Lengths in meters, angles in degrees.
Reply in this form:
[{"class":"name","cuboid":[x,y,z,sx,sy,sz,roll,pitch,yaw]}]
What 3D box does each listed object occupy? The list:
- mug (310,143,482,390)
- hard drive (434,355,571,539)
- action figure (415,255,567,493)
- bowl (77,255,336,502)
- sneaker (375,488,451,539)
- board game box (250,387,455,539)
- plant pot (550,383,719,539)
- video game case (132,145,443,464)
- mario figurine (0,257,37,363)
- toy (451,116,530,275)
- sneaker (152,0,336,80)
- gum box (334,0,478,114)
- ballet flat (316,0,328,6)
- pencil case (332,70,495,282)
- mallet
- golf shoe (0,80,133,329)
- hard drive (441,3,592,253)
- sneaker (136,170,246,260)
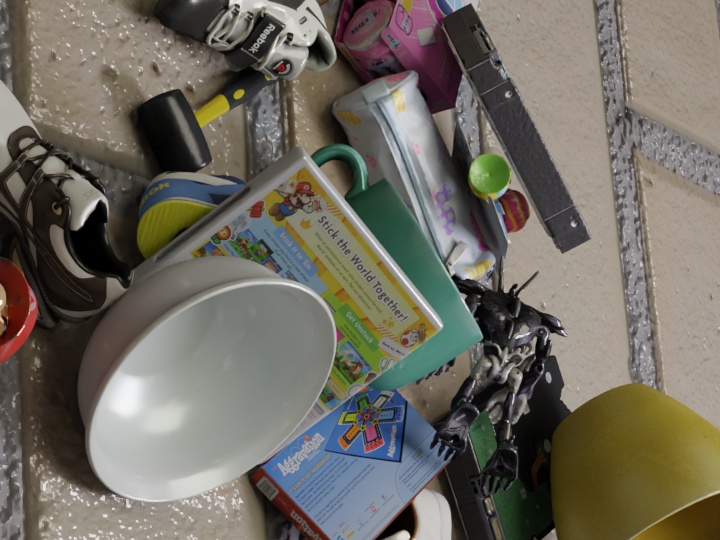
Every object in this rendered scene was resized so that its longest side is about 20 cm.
[{"class":"mug","cuboid":[0.005,0.008,1.768,0.185,0.114,0.152,58,0,34]},{"class":"hard drive","cuboid":[0.142,0.172,1.984,0.200,0.038,0.141,-29,102,-58]},{"class":"action figure","cuboid":[0.105,0.085,1.852,0.118,0.102,0.201,28,46,-13]},{"class":"bowl","cuboid":[-0.123,0.060,1.538,0.201,0.201,0.090,24,20,-51]},{"class":"sneaker","cuboid":[0.035,0.264,1.772,0.085,0.073,0.201,30,42,-45]},{"class":"board game box","cuboid":[-0.002,0.157,1.757,0.103,0.019,0.200,47,34,4]},{"class":"plant pot","cuboid":[0.248,0.186,1.943,0.200,0.200,0.142,13,44,-55]},{"class":"video game case","cuboid":[-0.062,0.030,1.625,0.200,0.182,0.023,50,6,-34]},{"class":"mario figurine","cuboid":[-0.275,0.020,1.344,0.199,0.106,0.124,-1,113,-50]},{"class":"toy","cuboid":[0.121,-0.067,1.944,0.200,0.047,0.116,63,5,-80]},{"class":"sneaker","cuboid":[-0.082,-0.195,1.742,0.200,0.074,0.089,-5,56,-56]},{"class":"gum box","cuboid":[0.046,-0.241,1.985,0.114,0.066,0.201,47,42,-38]},{"class":"ballet flat","cuboid":[-0.073,-0.275,1.816,0.200,0.065,0.071,15,65,-54]},{"class":"pencil case","cuboid":[0.046,-0.073,1.903,0.091,0.083,0.201,-57,126,-70]},{"class":"mallet","cuboid":[-0.117,-0.139,1.728,0.066,0.041,0.200,62,30,-17]},{"class":"golf shoe","cuboid":[-0.216,-0.062,1.486,0.078,0.094,0.201,-43,113,-53]},{"class":"hard drive","cuboid":[0.136,-0.126,1.934,0.201,0.038,0.140,61,5,-26]},{"class":"sneaker","cuboid":[-0.076,-0.030,1.648,0.199,0.074,0.082,17,22,-22]}]
